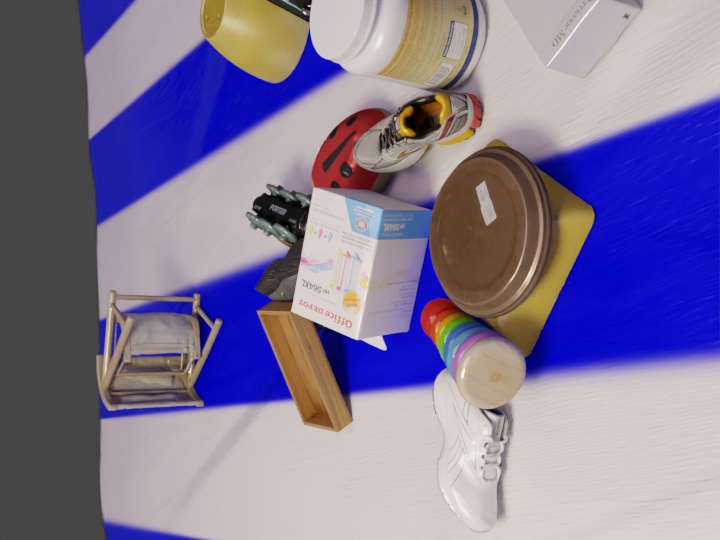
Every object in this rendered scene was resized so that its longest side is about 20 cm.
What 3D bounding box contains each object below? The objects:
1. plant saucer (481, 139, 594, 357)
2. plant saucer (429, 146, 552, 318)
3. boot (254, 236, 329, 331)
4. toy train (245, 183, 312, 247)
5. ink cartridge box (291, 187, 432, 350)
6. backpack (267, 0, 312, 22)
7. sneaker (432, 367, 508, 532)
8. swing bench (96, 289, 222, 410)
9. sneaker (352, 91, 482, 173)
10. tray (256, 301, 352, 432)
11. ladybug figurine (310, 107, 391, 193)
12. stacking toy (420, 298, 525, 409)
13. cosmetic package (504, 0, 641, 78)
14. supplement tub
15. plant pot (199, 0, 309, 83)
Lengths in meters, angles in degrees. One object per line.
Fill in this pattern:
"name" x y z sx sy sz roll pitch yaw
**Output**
"plant saucer" 0.167 -0.031 1.065 0.200 0.048 0.203 47 124 45
"plant saucer" 0.144 -0.046 1.035 0.198 0.029 0.205 -9 79 54
"boot" -0.070 0.026 1.328 0.071 0.131 0.199 -58 14 -23
"toy train" -0.103 -0.071 1.393 0.086 0.114 0.199 -54 33 -9
"ink cartridge box" 0.000 0.000 1.207 0.127 0.124 0.205 19 104 35
"backpack" -0.078 -0.495 1.338 0.154 0.173 0.203 -107 42 -76
"sneaker" 0.140 0.213 1.067 0.086 0.073 0.205 -22 70 46
"swing bench" -0.401 0.159 1.720 0.129 0.196 0.204 37 116 49
"sneaker" 0.061 -0.191 1.165 0.198 0.081 0.080 -23 74 39
"tray" -0.085 0.146 1.344 0.098 0.037 0.204 -2 114 54
"ladybug figurine" -0.015 -0.164 1.308 0.200 0.071 0.138 -48 50 41
"stacking toy" 0.127 0.088 1.072 0.200 0.083 0.087 -127 49 -67
"cosmetic package" 0.219 -0.329 0.994 0.102 0.070 0.203 -51 49 39
"supplement tub" 0.047 -0.315 1.124 0.143 0.197 0.148 -6 83 53
"plant pot" -0.196 -0.441 1.525 0.198 0.140 0.205 -5 84 53
